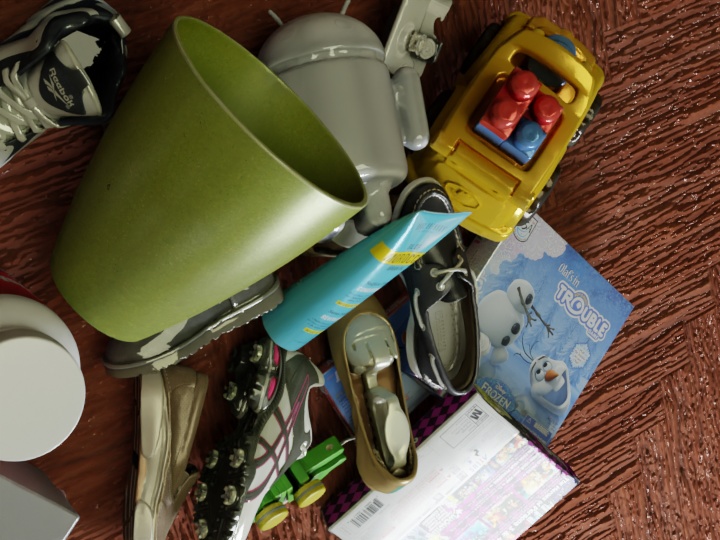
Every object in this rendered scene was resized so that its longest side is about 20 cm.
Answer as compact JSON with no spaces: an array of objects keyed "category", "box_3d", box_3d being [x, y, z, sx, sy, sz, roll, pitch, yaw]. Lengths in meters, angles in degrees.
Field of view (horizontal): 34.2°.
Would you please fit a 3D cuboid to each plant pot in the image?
[{"category":"plant pot","box_3d":[-0.129,-0.046,0.857,0.200,0.188,0.187,-44,123,15]}]

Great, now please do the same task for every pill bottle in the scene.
[{"category":"pill bottle","box_3d":[-0.269,0.063,0.843,0.112,0.200,0.113,-8,106,-29]}]

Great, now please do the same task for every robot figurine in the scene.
[{"category":"robot figurine","box_3d":[-0.026,-0.127,0.978,0.168,0.113,0.202,-8,83,-17]}]

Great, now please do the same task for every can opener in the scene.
[{"category":"can opener","box_3d":[0.062,-0.263,1.026,0.052,0.066,0.201,12,106,-43]}]

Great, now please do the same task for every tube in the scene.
[{"category":"tube","box_3d":[0.000,0.000,0.994,0.077,0.200,0.051,-10,69,-57]}]

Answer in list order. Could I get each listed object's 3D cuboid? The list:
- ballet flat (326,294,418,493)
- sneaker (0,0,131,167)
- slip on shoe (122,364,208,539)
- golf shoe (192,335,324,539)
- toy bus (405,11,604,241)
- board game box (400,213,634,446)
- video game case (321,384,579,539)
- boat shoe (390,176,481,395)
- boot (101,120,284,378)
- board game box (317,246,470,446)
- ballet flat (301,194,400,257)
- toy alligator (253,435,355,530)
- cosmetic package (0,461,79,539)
[{"category":"ballet flat","box_3d":[0.018,0.102,1.069,0.068,0.063,0.202,-12,86,-24]},{"category":"sneaker","box_3d":[-0.243,-0.126,0.855,0.199,0.129,0.080,-41,117,-17]},{"category":"slip on shoe","box_3d":[-0.168,0.179,1.008,0.060,0.076,0.202,3,93,-20]},{"category":"golf shoe","box_3d":[-0.085,0.161,1.025,0.088,0.077,0.201,26,71,-32]},{"category":"toy bus","box_3d":[0.141,-0.146,1.028,0.135,0.192,0.201,34,80,0]},{"category":"board game box","box_3d":[0.158,0.064,1.172,0.200,0.043,0.200,37,81,-33]},{"category":"video game case","box_3d":[0.091,0.223,1.158,0.200,0.036,0.181,-44,122,9]},{"category":"boat shoe","box_3d":[0.071,0.018,1.039,0.073,0.060,0.202,-15,115,-27]},{"category":"boot","box_3d":[-0.165,-0.034,0.961,0.181,0.072,0.201,-31,117,-22]},{"category":"board game box","box_3d":[0.051,0.076,1.147,0.200,0.019,0.103,-40,120,-17]},{"category":"ballet flat","box_3d":[0.016,-0.036,1.067,0.199,0.072,0.068,3,101,-32]},{"category":"toy alligator","box_3d":[-0.056,0.189,1.092,0.199,0.059,0.054,-28,159,-24]},{"category":"cosmetic package","box_3d":[-0.325,0.162,0.890,0.200,0.107,0.090,41,80,-30]}]
